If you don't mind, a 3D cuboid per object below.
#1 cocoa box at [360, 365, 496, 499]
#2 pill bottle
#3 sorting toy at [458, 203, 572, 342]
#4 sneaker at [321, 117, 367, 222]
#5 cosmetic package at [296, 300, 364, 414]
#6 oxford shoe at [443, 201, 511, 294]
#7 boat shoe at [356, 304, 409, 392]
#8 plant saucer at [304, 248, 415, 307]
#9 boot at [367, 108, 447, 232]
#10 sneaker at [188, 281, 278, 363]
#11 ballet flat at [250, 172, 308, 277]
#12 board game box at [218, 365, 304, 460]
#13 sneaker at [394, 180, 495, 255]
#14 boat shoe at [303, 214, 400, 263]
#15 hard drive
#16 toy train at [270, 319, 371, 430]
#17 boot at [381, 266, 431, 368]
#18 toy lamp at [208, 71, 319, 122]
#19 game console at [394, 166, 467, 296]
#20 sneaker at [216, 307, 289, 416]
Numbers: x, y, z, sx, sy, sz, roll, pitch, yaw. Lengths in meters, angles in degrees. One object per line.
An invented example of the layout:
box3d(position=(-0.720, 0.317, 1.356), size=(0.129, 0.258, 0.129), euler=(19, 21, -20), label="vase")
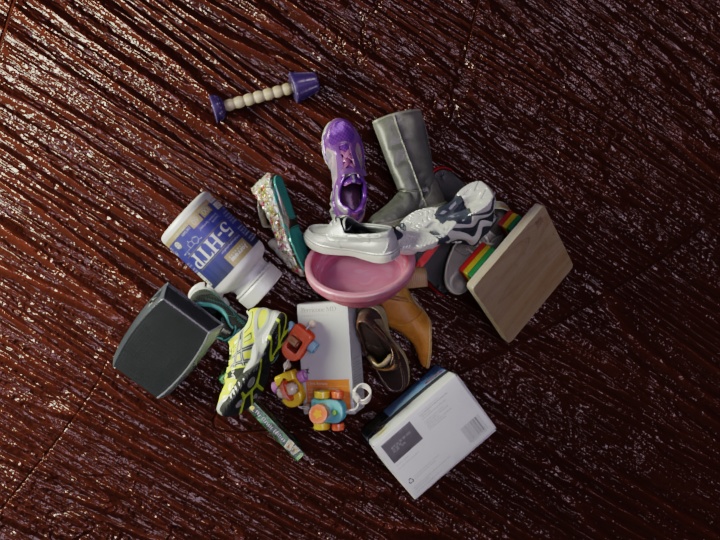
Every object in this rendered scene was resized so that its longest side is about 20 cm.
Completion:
box3d(position=(0.121, 0.293, 1.483), size=(0.200, 0.131, 0.134), euler=(-39, 97, -8), label="cocoa box")
box3d(position=(-0.240, -0.030, 1.422), size=(0.200, 0.120, 0.120), euler=(43, 84, -8), label="pill bottle")
box3d(position=(0.285, -0.001, 1.503), size=(0.200, 0.069, 0.199), euler=(-49, 135, -8), label="sorting toy")
box3d(position=(-0.022, -0.182, 1.475), size=(0.080, 0.088, 0.202), euler=(-7, 91, -9), label="sneaker")
box3d(position=(-0.053, 0.156, 1.464), size=(0.100, 0.071, 0.202), euler=(-4, 91, 16), label="cosmetic package")
box3d(position=(0.223, -0.045, 1.516), size=(0.075, 0.058, 0.201), euler=(35, 86, -15), label="oxford shoe")
box3d(position=(0.036, 0.154, 1.467), size=(0.071, 0.072, 0.201), euler=(-8, 120, 19), label="boat shoe")
box3d(position=(0.000, 0.000, 1.444), size=(0.199, 0.201, 0.051), euler=(-12, 128, -10), label="plant saucer")
box3d(position=(0.063, -0.183, 1.473), size=(0.181, 0.072, 0.202), euler=(-20, 95, -22), label="boot")
box3d(position=(-0.233, 0.108, 1.434), size=(0.199, 0.091, 0.078), euler=(38, 100, -8), label="sneaker")
box3d(position=(-0.146, -0.079, 1.473), size=(0.063, 0.076, 0.202), euler=(-18, 89, 21), label="ballet flat")
box3d(position=(-0.179, 0.254, 1.443), size=(0.023, 0.105, 0.200), euler=(-44, 98, -9), label="board game box")
box3d(position=(0.160, -0.070, 1.448), size=(0.198, 0.130, 0.080), euler=(-35, 58, 3), label="sneaker")
box3d(position=(-0.021, -0.064, 1.422), size=(0.072, 0.199, 0.069), euler=(-35, 129, -39), label="boat shoe")
box3d(position=(-0.341, 0.130, 1.397), size=(0.135, 0.042, 0.200), euler=(38, 116, -8), label="hard drive")
box3d(position=(-0.085, 0.190, 1.408), size=(0.200, 0.056, 0.151), euler=(42, 105, 14), label="toy train")
box3d(position=(0.059, 0.089, 1.511), size=(0.143, 0.071, 0.203), euler=(-6, 94, -1), label="boot")
box3d(position=(-0.172, -0.318, 1.464), size=(0.198, 0.058, 0.059), euler=(-18, 94, -7), label="toy lamp")
box3d(position=(0.156, -0.079, 1.542), size=(0.177, 0.031, 0.200), euler=(40, 84, -13), label="game console")
box3d(position=(-0.195, 0.156, 1.377), size=(0.076, 0.076, 0.201), euler=(19, 68, 22), label="sneaker")
